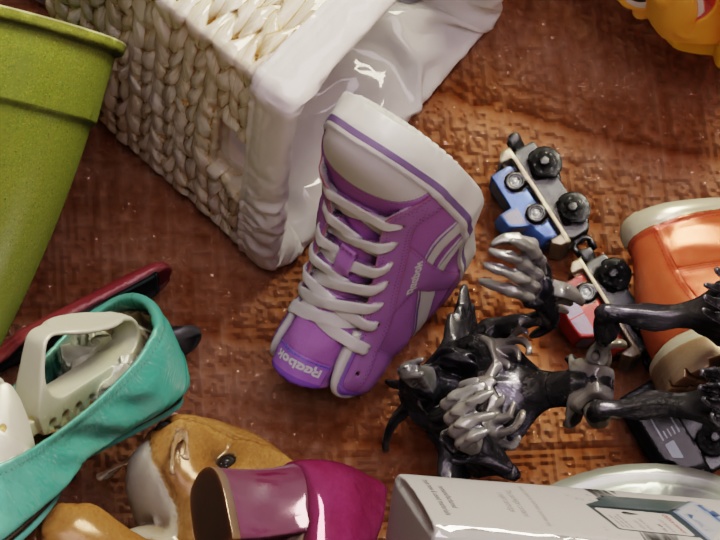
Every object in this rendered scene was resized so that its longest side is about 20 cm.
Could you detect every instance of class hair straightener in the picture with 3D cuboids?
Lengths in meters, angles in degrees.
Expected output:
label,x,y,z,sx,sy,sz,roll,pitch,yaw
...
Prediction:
label,x,y,z,sx,sy,sz,roll,pitch,yaw
hair straightener,-0.164,0.070,1.281,0.200,0.041,0.077,-25,75,-16

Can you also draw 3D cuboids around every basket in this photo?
label,x,y,z,sx,sy,sz,roll,pitch,yaw
basket,-0.038,-0.143,1.298,0.161,0.198,0.200,36,69,10

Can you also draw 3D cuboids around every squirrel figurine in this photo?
label,x,y,z,sx,sy,sz,roll,pitch,yaw
squirrel figurine,-0.076,0.170,1.226,0.200,0.142,0.187,44,59,-6

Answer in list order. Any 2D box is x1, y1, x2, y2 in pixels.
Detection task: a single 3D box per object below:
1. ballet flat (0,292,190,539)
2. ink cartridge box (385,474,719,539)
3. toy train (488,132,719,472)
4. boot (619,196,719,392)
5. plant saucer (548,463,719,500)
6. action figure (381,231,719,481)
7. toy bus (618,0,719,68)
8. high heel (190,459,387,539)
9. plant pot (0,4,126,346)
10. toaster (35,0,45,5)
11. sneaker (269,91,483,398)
label,x,y,z,sx,sy,sz,roll,pitch,yaw
ballet flat,-0.148,0.065,1.180,0.200,0.067,0.071,-39,123,-48
ink cartridge box,0.108,0.173,1.140,0.200,0.086,0.147,6,102,-13
toy train,0.119,0.020,1.347,0.046,0.034,0.200,-29,77,-6
boot,0.223,0.004,1.337,0.200,0.075,0.107,-4,58,-26
plant saucer,0.128,0.189,1.221,0.200,0.050,0.201,-1,104,-6
action figure,0.080,0.043,1.251,0.200,0.102,0.119,-10,58,30
toy bus,0.124,-0.206,1.366,0.192,0.136,0.200,-1,55,-1
high heel,-0.010,0.173,1.142,0.096,0.067,0.200,4,67,-33
plant pot,-0.223,-0.028,1.204,0.200,0.200,0.193,12,90,-4
toaster,-0.182,-0.261,1.359,0.181,0.119,0.200,28,68,1
sneaker,0.001,0.000,1.247,0.073,0.201,0.114,33,77,19
